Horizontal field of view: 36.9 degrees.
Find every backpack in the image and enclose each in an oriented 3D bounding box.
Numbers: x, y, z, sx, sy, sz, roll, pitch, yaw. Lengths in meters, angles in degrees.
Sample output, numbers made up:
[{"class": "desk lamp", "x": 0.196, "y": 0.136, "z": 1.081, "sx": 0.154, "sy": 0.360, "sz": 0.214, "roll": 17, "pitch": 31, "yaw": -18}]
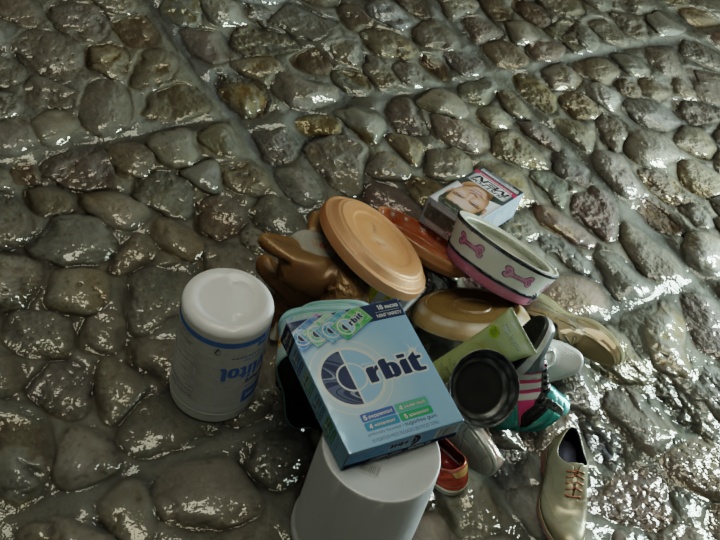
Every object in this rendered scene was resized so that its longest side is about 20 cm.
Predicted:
[{"class": "backpack", "x": -0.035, "y": 0.126, "z": 1.542, "sx": 0.175, "sy": 0.200, "sz": 0.154, "roll": -1, "pitch": 58, "yaw": 9}]

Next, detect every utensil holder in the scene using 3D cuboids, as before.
[{"class": "utensil holder", "x": 0.007, "y": 0.292, "z": 1.422, "sx": 0.169, "sy": 0.201, "sz": 0.171, "roll": 9, "pitch": 43, "yaw": -9}]

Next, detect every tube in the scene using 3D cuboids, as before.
[{"class": "tube", "x": 0.183, "y": 0.126, "z": 1.644, "sx": 0.058, "sy": 0.200, "sz": 0.052, "roll": 32, "pitch": 51, "yaw": -21}]

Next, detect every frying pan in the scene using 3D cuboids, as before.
[{"class": "frying pan", "x": 0.146, "y": 0.186, "z": 1.572, "sx": 0.189, "sy": 0.031, "sz": 0.116, "roll": -21, "pitch": 94, "yaw": -18}]

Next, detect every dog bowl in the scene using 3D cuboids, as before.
[{"class": "dog bowl", "x": 0.230, "y": -0.017, "z": 1.809, "sx": 0.199, "sy": 0.074, "sz": 0.200, "roll": 31, "pitch": 13, "yaw": -8}]

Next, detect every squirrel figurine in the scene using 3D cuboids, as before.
[{"class": "squirrel figurine", "x": -0.078, "y": 0.040, "z": 1.661, "sx": 0.200, "sy": 0.187, "sz": 0.141, "roll": 37, "pitch": 37, "yaw": 13}]

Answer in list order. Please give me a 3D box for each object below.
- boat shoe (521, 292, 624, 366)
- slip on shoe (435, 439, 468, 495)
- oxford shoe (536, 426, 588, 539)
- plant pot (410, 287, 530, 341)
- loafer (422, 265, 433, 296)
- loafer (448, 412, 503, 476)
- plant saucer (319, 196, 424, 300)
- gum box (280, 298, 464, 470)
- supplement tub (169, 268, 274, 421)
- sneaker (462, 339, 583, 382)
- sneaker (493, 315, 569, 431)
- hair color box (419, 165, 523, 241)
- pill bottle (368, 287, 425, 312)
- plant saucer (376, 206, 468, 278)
[{"class": "boat shoe", "x": 0.347, "y": 0.109, "z": 1.811, "sx": 0.200, "sy": 0.072, "sz": 0.065, "roll": 33, "pitch": 51, "yaw": 24}, {"class": "slip on shoe", "x": 0.082, "y": 0.247, "z": 1.592, "sx": 0.200, "sy": 0.061, "sz": 0.074, "roll": 39, "pitch": 50, "yaw": 25}, {"class": "oxford shoe", "x": 0.300, "y": 0.318, "z": 1.579, "sx": 0.070, "sy": 0.074, "sz": 0.201, "roll": 10, "pitch": 44, "yaw": -8}, {"class": "plant pot", "x": 0.182, "y": 0.067, "z": 1.767, "sx": 0.199, "sy": 0.028, "sz": 0.200, "roll": 3, "pitch": 19, "yaw": -1}, {"class": "loafer", "x": 0.029, "y": -0.004, "z": 1.836, "sx": 0.199, "sy": 0.073, "sz": 0.071, "roll": 23, "pitch": 8, "yaw": 8}, {"class": "loafer", "x": 0.149, "y": 0.225, "z": 1.633, "sx": 0.063, "sy": 0.072, "sz": 0.200, "roll": -23, "pitch": 53, "yaw": -40}, {"class": "plant saucer", "x": 0.024, "y": -0.040, "z": 1.646, "sx": 0.200, "sy": 0.032, "sz": 0.201, "roll": 36, "pitch": 24, "yaw": -19}, {"class": "gum box", "x": 0.013, "y": 0.140, "z": 1.386, "sx": 0.169, "sy": 0.045, "sz": 0.201, "roll": -11, "pitch": 56, "yaw": -27}, {"class": "supplement tub", "x": -0.201, "y": 0.107, "z": 1.543, "sx": 0.131, "sy": 0.201, "sz": 0.132, "roll": 8, "pitch": 44, "yaw": -8}, {"class": "sneaker", "x": 0.263, "y": 0.143, "z": 1.724, "sx": 0.199, "sy": 0.087, "sz": 0.075, "roll": 4, "pitch": 87, "yaw": -6}, {"class": "sneaker", "x": 0.274, "y": 0.170, "z": 1.648, "sx": 0.120, "sy": 0.201, "sz": 0.084, "roll": 20, "pitch": 24, "yaw": -18}, {"class": "hair color box", "x": 0.206, "y": -0.117, "z": 1.980, "sx": 0.099, "sy": 0.061, "sz": 0.200, "roll": 36, "pitch": 39, "yaw": 19}, {"class": "pill bottle", "x": 0.000, "y": 0.000, "z": 1.748, "sx": 0.200, "sy": 0.111, "sz": 0.111, "roll": 44, "pitch": 47, "yaw": 5}, {"class": "plant saucer", "x": 0.108, "y": -0.044, "z": 1.857, "sx": 0.200, "sy": 0.032, "sz": 0.200, "roll": 31, "pitch": 13, "yaw": -8}]
